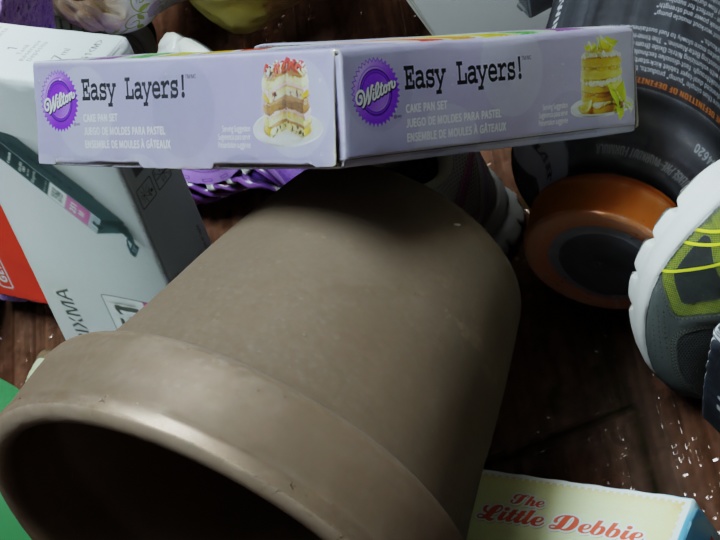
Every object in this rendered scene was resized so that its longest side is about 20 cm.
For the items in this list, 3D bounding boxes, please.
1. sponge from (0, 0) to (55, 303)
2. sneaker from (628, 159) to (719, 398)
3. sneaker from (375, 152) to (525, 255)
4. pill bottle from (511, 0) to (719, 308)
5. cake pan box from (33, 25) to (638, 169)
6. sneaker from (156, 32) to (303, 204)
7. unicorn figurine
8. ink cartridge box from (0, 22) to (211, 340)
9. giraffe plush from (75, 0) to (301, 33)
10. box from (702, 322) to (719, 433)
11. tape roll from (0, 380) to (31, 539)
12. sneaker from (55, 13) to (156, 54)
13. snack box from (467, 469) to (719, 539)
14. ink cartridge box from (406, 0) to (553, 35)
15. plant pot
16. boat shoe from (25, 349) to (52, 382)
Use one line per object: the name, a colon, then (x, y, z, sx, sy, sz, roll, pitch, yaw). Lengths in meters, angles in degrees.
sponge: (-0.184, -0.089, 1.215, 0.030, 0.200, 0.112, 4, 49, 4)
sneaker: (0.175, -0.010, 0.931, 0.074, 0.200, 0.085, -8, 48, -31)
sneaker: (0.000, 0.000, 1.074, 0.081, 0.088, 0.200, 3, 46, 35)
pill bottle: (0.131, -0.080, 1.063, 0.106, 0.106, 0.200, -5, 49, 30)
cake pan box: (-0.013, -0.073, 0.973, 0.200, 0.184, 0.052, 3, 97, 46)
sneaker: (-0.063, -0.061, 1.215, 0.084, 0.081, 0.200, -56, 35, -4)
unicorn figurine: (-0.117, -0.182, 1.313, 0.137, 0.074, 0.200, 31, 50, 17)
ink cartridge box: (-0.159, -0.034, 1.125, 0.173, 0.200, 0.044, 9, 47, 31)
giraffe plush: (-0.056, -0.208, 1.184, 0.162, 0.200, 0.173, 10, 100, 51)
box: (0.258, 0.042, 0.794, 0.200, 0.124, 0.197, -41, 72, -6)
tape roll: (-0.233, 0.134, 1.101, 0.200, 0.048, 0.201, -28, 45, 31)
sneaker: (-0.196, -0.167, 1.384, 0.200, 0.075, 0.106, 3, 51, 31)
snack box: (0.042, 0.141, 0.967, 0.200, 0.037, 0.116, 5, 56, 37)
ink cartridge box: (0.112, -0.209, 1.213, 0.200, 0.084, 0.144, -25, 43, 12)
plant pot: (-0.022, 0.055, 0.922, 0.200, 0.200, 0.175, 5, 50, 36)
boat shoe: (-0.107, 0.099, 1.093, 0.200, 0.072, 0.076, 16, 75, 55)
